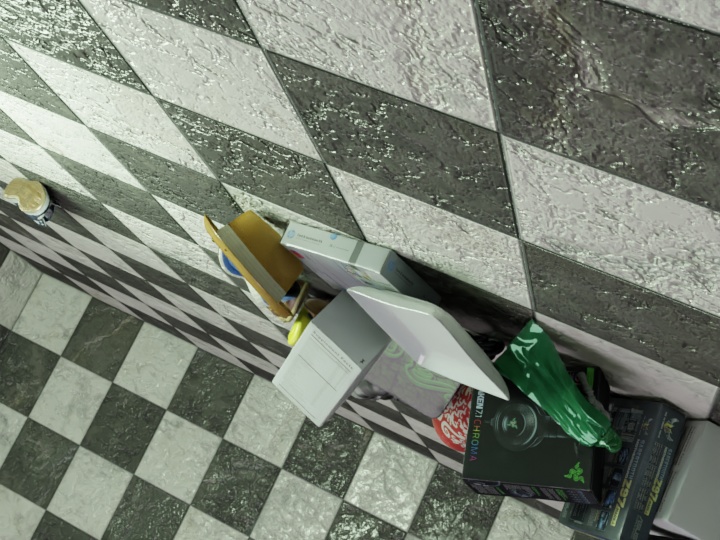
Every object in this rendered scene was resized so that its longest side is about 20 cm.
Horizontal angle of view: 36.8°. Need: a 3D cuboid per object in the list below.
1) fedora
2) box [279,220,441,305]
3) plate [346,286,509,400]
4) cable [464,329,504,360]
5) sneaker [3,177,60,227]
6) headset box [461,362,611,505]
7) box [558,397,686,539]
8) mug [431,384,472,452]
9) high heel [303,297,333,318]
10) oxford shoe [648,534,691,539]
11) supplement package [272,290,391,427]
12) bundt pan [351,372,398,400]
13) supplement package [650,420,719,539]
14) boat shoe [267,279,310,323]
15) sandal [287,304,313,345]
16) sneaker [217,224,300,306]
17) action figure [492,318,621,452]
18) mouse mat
[{"bbox_3d":[-0.148,-0.024,1.617,0.201,0.082,0.201,49,178,2],"label":"fedora"},{"bbox_3d":[0.000,0.000,1.558,0.198,0.042,0.156,15,163,40],"label":"box"},{"bbox_3d":[0.098,0.091,1.492,0.199,0.033,0.200,16,156,52],"label":"plate"},{"bbox_3d":[0.130,0.092,1.625,0.161,0.051,0.200,30,173,-13],"label":"cable"},{"bbox_3d":[-0.696,-0.140,2.359,0.199,0.071,0.108,23,164,50],"label":"sneaker"},{"bbox_3d":[0.258,0.231,1.536,0.196,0.177,0.093,2,158,23],"label":"headset box"},{"bbox_3d":[0.371,0.285,1.542,0.050,0.203,0.157,24,169,-17],"label":"box"},{"bbox_3d":[0.231,0.231,1.885,0.135,0.175,0.200,62,163,5],"label":"mug"},{"bbox_3d":[-0.033,0.084,1.880,0.141,0.072,0.200,24,175,-4],"label":"high heel"},{"bbox_3d":[0.452,0.405,1.496,0.084,0.074,0.198,16,179,-40],"label":"oxford shoe"},{"bbox_3d":[-0.041,0.136,1.715,0.114,0.109,0.201,42,140,6],"label":"supplement package"},{"bbox_3d":[0.061,0.187,1.897,0.198,0.077,0.202,-1,168,0],"label":"bundt pan"},{"bbox_3d":[0.482,0.317,1.559,0.150,0.153,0.200,29,167,-7],"label":"supplement package"},{"bbox_3d":[-0.141,0.049,1.966,0.067,0.073,0.200,30,166,-7],"label":"boat shoe"},{"bbox_3d":[-0.087,0.117,2.034,0.086,0.081,0.200,25,-171,-5],"label":"sandal"},{"bbox_3d":[-0.164,-0.013,1.802,0.088,0.080,0.200,-6,146,30],"label":"sneaker"},{"bbox_3d":[0.275,0.168,1.454,0.200,0.054,0.119,48,139,13],"label":"action figure"},{"bbox_3d":[0.076,0.143,1.773,0.198,0.162,0.008,28,-149,0],"label":"mouse mat"}]
